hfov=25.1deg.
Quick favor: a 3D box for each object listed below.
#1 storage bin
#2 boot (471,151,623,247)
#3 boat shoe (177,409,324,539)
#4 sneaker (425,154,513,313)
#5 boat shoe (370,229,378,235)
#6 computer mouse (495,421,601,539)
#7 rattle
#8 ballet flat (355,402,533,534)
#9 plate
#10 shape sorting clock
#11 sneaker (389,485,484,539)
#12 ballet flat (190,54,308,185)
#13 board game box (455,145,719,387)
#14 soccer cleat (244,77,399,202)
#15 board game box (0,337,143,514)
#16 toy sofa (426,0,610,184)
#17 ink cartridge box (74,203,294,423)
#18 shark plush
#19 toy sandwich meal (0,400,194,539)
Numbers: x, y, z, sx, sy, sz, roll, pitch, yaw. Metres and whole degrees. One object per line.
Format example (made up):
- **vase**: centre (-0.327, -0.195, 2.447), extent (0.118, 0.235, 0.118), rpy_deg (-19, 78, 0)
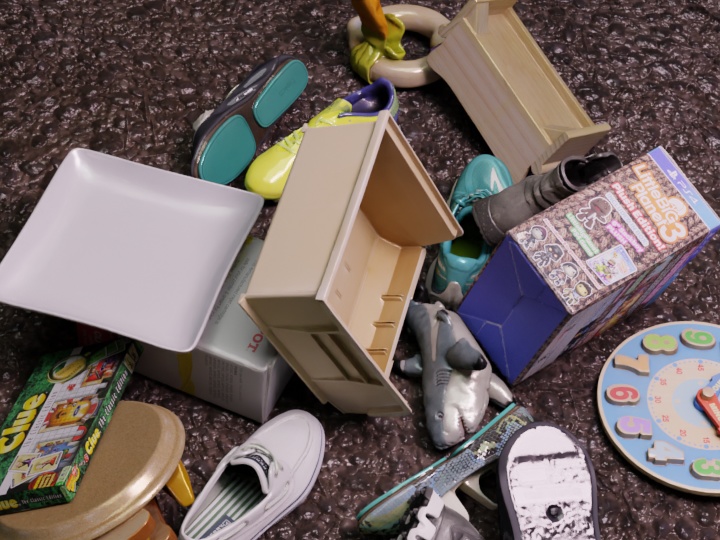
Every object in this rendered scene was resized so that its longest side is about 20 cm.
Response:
- **storage bin**: centre (0.000, 0.000, 1.458), extent (0.093, 0.199, 0.201), rpy_deg (-2, 54, 30)
- **boot**: centre (0.208, -0.075, 1.586), extent (0.200, 0.130, 0.068), rpy_deg (-16, 82, -56)
- **boat shoe**: centre (-0.089, 0.185, 1.400), extent (0.073, 0.067, 0.200), rpy_deg (24, 50, 14)
- **sneaker**: centre (0.118, -0.047, 1.621), extent (0.077, 0.080, 0.201), rpy_deg (13, 48, 5)
- **boat shoe**: centre (-0.005, -0.044, 1.608), extent (0.066, 0.074, 0.200), rpy_deg (25, 50, 22)
- **computer mouse**: centre (0.156, 0.232, 1.385), extent (0.137, 0.053, 0.202), rpy_deg (1, 71, -10)
- **rattle**: centre (0.084, -0.288, 1.796), extent (0.198, 0.144, 0.130), rpy_deg (-6, 31, -3)
- **ballet flat**: centre (0.088, 0.190, 1.421), extent (0.199, 0.075, 0.074), rpy_deg (-32, 59, -26)
- **plate**: centre (-0.211, -0.015, 1.476), extent (0.198, 0.032, 0.201), rpy_deg (15, 49, 9)
- **shape sorting clock**: centre (0.321, 0.125, 1.519), extent (0.198, 0.039, 0.201), rpy_deg (3, 48, -4)
- **sneaker**: centre (0.045, 0.282, 1.319), extent (0.090, 0.066, 0.201), rpy_deg (30, 67, -4)
- **ballet flat**: centre (-0.131, -0.155, 1.704), extent (0.073, 0.073, 0.200), rpy_deg (27, 57, 17)
- **board game box**: centre (0.213, -0.003, 1.525), extent (0.199, 0.160, 0.097), rpy_deg (-28, 73, -29)
- **soccer cleat**: centre (-0.042, -0.140, 1.681), extent (0.199, 0.084, 0.065), rpy_deg (-32, 59, -29)
- **board game box**: centre (-0.264, 0.132, 1.401), extent (0.104, 0.024, 0.201), rpy_deg (-15, 30, 22)
- **toy sofa**: centre (0.166, -0.193, 1.733), extent (0.083, 0.098, 0.201), rpy_deg (-15, 66, -46)
- **ink cartridge box**: centre (-0.146, 0.036, 1.514), extent (0.199, 0.084, 0.146), rpy_deg (21, 50, 13)
- **shark plush**: centre (0.062, 0.073, 1.521), extent (0.083, 0.091, 0.201), rpy_deg (-35, 61, 4)
- **toy sandwich meal**: centre (-0.223, 0.192, 1.370), extent (0.204, 0.071, 0.206), rpy_deg (-19, 29, 11)
